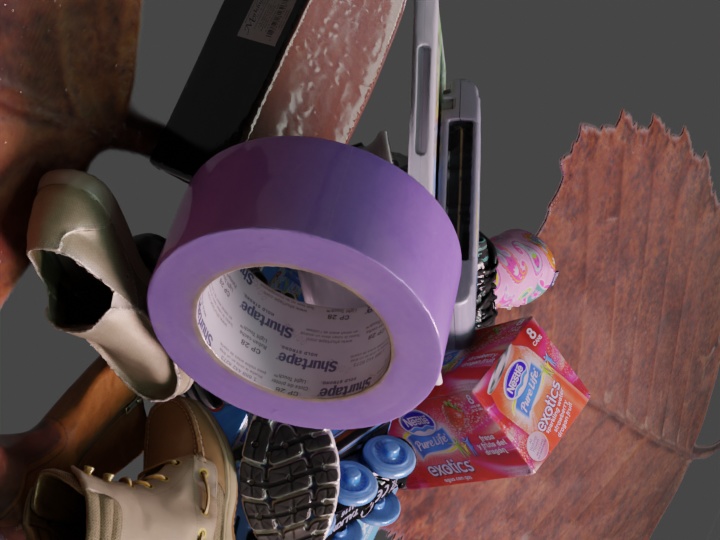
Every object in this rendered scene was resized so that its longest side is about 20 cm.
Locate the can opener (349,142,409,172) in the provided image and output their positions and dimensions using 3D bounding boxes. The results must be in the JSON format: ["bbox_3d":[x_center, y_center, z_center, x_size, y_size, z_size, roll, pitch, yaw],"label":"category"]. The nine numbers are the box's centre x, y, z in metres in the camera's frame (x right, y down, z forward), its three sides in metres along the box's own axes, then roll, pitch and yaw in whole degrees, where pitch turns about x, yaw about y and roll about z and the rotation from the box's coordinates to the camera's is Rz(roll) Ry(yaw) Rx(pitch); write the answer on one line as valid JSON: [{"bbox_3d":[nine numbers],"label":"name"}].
[{"bbox_3d":[-0.025,-0.061,1.221,0.199,0.053,0.068,-26,129,-48],"label":"can opener"}]

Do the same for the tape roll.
[{"bbox_3d":[-0.036,0.012,0.966,0.201,0.198,0.086,79,20,-46],"label":"tape roll"}]

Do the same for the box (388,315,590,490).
[{"bbox_3d":[0.090,0.120,1.273,0.096,0.199,0.100,52,57,-12],"label":"box"}]

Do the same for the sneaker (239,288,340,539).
[{"bbox_3d":[-0.052,0.119,1.109,0.089,0.078,0.202,62,23,-75],"label":"sneaker"}]

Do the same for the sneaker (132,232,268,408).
[{"bbox_3d":[-0.123,0.008,1.106,0.116,0.074,0.201,-60,157,-29],"label":"sneaker"}]

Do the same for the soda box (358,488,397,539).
[{"bbox_3d":[-0.030,0.256,1.428,0.202,0.067,0.064,-63,150,-5],"label":"soda box"}]

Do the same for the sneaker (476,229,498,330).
[{"bbox_3d":[0.093,0.017,1.347,0.201,0.079,0.075,63,32,-8],"label":"sneaker"}]

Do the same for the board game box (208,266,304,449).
[{"bbox_3d":[-0.045,0.081,1.288,0.197,0.056,0.200,-63,151,-7],"label":"board game box"}]

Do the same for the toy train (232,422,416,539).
[{"bbox_3d":[-0.040,0.176,1.192,0.199,0.114,0.087,-30,146,-44],"label":"toy train"}]

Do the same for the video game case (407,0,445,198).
[{"bbox_3d":[0.057,-0.112,1.216,0.200,0.022,0.184,68,24,-78],"label":"video game case"}]

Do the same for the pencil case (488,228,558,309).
[{"bbox_3d":[0.127,0.009,1.492,0.199,0.087,0.088,-14,122,-57],"label":"pencil case"}]

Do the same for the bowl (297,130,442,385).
[{"bbox_3d":[0.000,0.000,1.125,0.201,0.089,0.203,-14,90,-88],"label":"bowl"}]

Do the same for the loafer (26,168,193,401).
[{"bbox_3d":[-0.177,0.024,0.993,0.069,0.075,0.201,-61,139,-39],"label":"loafer"}]

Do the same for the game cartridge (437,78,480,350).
[{"bbox_3d":[0.083,-0.042,1.229,0.134,0.040,0.202,87,6,-69],"label":"game cartridge"}]

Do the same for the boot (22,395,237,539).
[{"bbox_3d":[-0.162,0.156,1.020,0.072,0.202,0.155,-32,138,27],"label":"boot"}]

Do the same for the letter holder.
[{"bbox_3d":[-0.037,-0.131,1.061,0.142,0.100,0.202,27,87,-40],"label":"letter holder"}]

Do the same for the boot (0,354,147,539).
[{"bbox_3d":[-0.216,0.108,1.019,0.200,0.068,0.190,-44,137,-41],"label":"boot"}]
